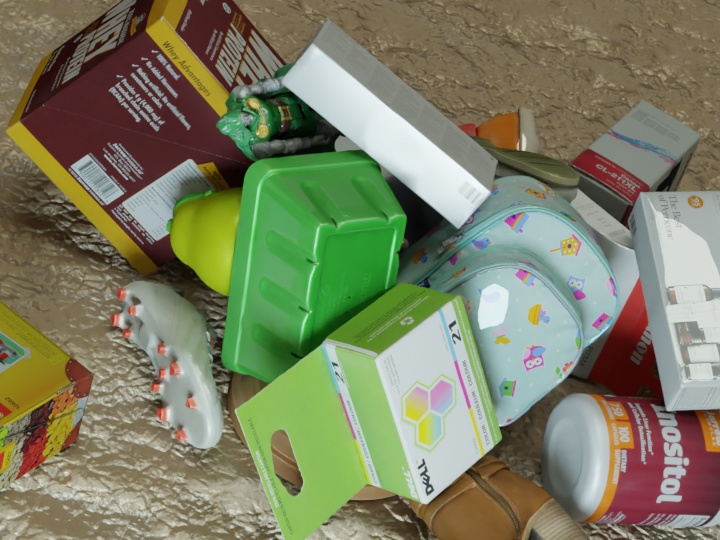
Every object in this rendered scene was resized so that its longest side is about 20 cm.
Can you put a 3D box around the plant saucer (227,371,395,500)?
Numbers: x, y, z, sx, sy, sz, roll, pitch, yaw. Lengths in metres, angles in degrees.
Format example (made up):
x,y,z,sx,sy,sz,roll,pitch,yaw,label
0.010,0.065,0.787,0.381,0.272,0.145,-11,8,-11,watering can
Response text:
x,y,z,sx,sy,sz,roll,pitch,yaw,label
-0.020,0.121,1.565,0.198,0.033,0.201,14,36,-10,plant saucer

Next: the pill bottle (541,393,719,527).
x,y,z,sx,sy,sz,roll,pitch,yaw,label
0.272,0.172,1.569,0.198,0.114,0.114,5,39,-20,pill bottle

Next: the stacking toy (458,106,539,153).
x,y,z,sx,sy,sz,roll,pitch,yaw,label
0.088,-0.103,1.844,0.197,0.147,0.147,3,37,3,stacking toy

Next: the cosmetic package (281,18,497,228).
x,y,z,sx,sy,sz,roll,pitch,yaw,label
0.027,-0.128,1.518,0.199,0.051,0.083,39,25,-7,cosmetic package

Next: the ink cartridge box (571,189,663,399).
x,y,z,sx,sy,sz,roll,pitch,yaw,label
0.229,0.037,1.679,0.050,0.162,0.200,-17,50,-43,ink cartridge box

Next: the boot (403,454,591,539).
x,y,z,sx,sy,sz,roll,pitch,yaw,label
0.080,0.222,1.459,0.199,0.074,0.154,-15,45,-44,boot

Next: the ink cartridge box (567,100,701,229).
x,y,z,sx,sy,sz,roll,pitch,yaw,label
0.269,-0.072,1.852,0.082,0.147,0.200,31,38,16,ink cartridge box

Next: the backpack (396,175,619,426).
x,y,z,sx,sy,sz,roll,pitch,yaw,label
0.130,0.025,1.567,0.176,0.200,0.153,45,7,-18,backpack

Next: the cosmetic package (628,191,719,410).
x,y,z,sx,sy,sz,roll,pitch,yaw,label
0.301,0.024,1.567,0.081,0.051,0.202,-1,58,-10,cosmetic package

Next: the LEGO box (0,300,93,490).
x,y,z,sx,sy,sz,roll,pitch,yaw,label
-0.341,0.086,1.416,0.199,0.078,0.149,35,39,19,LEGO box

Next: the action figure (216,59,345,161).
x,y,z,sx,sy,sz,roll,pitch,yaw,label
-0.064,-0.135,1.537,0.199,0.054,0.119,-18,84,-59,action figure

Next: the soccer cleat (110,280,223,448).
x,y,z,sx,sy,sz,roll,pitch,yaw,label
-0.153,0.076,1.532,0.077,0.070,0.200,-2,39,-32,soccer cleat

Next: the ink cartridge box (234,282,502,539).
x,y,z,sx,sy,sz,roll,pitch,yaw,label
0.011,0.127,1.433,0.075,0.149,0.199,11,38,46,ink cartridge box

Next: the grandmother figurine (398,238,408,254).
x,y,z,sx,sy,sz,roll,pitch,yaw,label
0.000,0.000,1.651,0.198,0.122,0.061,21,34,-22,grandmother figurine

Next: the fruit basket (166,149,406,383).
x,y,z,sx,sy,sz,roll,pitch,yaw,label
-0.068,-0.012,1.526,0.154,0.217,0.216,-7,44,-32,fruit basket

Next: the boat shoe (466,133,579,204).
x,y,z,sx,sy,sz,roll,pitch,yaw,label
0.130,-0.085,1.672,0.074,0.069,0.199,4,12,-40,boat shoe

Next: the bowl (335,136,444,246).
x,y,z,sx,sy,sz,roll,pitch,yaw,label
0.013,-0.073,1.745,0.198,0.039,0.203,5,71,-15,bowl

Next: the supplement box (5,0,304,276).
x,y,z,sx,sy,sz,roll,pitch,yaw,label
-0.179,-0.143,1.619,0.198,0.199,0.133,48,28,-24,supplement box
